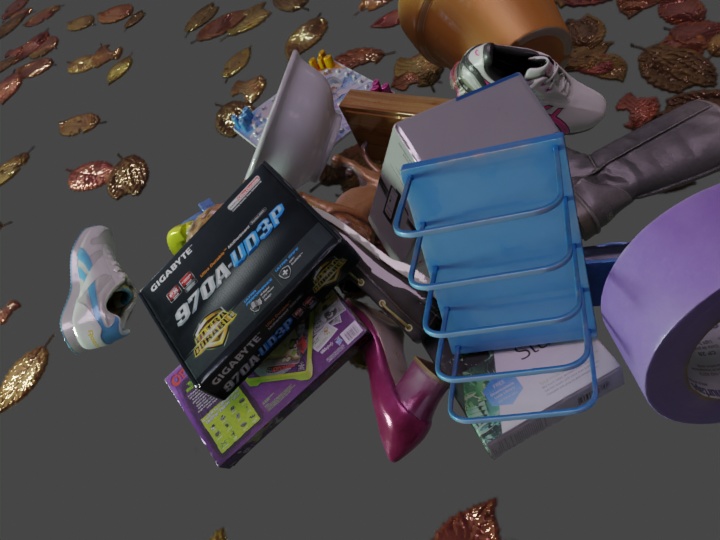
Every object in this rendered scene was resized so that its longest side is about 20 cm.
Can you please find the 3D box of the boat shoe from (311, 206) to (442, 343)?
[{"bbox_3d":[0.000,0.000,0.788,0.201,0.072,0.061,33,86,26],"label":"boat shoe"}]

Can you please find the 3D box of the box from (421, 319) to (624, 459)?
[{"bbox_3d":[0.142,0.070,0.753,0.144,0.036,0.200,-30,43,-2],"label":"box"}]

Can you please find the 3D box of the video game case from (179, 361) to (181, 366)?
[{"bbox_3d":[-0.126,0.063,0.882,0.181,0.046,0.200,-31,45,-1],"label":"video game case"}]

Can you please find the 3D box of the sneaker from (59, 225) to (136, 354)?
[{"bbox_3d":[-0.342,0.019,1.014,0.080,0.077,0.201,-13,52,3],"label":"sneaker"}]

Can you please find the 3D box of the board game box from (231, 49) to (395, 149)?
[{"bbox_3d":[-0.078,-0.249,1.154,0.200,0.026,0.200,-39,45,-11],"label":"board game box"}]

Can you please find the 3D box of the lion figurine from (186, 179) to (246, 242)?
[{"bbox_3d":[-0.130,-0.020,0.874,0.123,0.072,0.200,-49,50,12],"label":"lion figurine"}]

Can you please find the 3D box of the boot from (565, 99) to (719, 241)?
[{"bbox_3d":[0.293,-0.139,0.844,0.199,0.073,0.182,-34,58,3],"label":"boot"}]

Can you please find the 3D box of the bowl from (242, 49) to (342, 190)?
[{"bbox_3d":[-0.082,-0.175,0.984,0.090,0.201,0.202,20,51,-10],"label":"bowl"}]

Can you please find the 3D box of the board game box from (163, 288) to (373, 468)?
[{"bbox_3d":[-0.096,0.090,0.771,0.200,0.032,0.120,-42,66,3],"label":"board game box"}]

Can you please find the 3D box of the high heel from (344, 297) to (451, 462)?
[{"bbox_3d":[0.016,0.104,0.780,0.096,0.067,0.200,-58,41,8],"label":"high heel"}]

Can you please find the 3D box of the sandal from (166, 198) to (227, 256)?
[{"bbox_3d":[-0.157,-0.068,0.996,0.199,0.080,0.087,-5,38,18],"label":"sandal"}]

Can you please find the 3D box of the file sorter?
[{"bbox_3d":[0.117,0.013,0.631,0.138,0.201,0.123,-9,30,18],"label":"file sorter"}]

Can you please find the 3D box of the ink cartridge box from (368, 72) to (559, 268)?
[{"bbox_3d":[0.098,-0.093,0.784,0.145,0.200,0.085,-26,73,-15],"label":"ink cartridge box"}]

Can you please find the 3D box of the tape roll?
[{"bbox_3d":[0.302,0.028,0.597,0.199,0.200,0.085,-22,45,6],"label":"tape roll"}]

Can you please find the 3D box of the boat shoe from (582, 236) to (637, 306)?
[{"bbox_3d":[0.268,-0.008,0.719,0.199,0.085,0.069,5,29,9],"label":"boat shoe"}]

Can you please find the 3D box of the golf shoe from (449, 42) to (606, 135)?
[{"bbox_3d":[0.209,-0.211,0.883,0.199,0.092,0.073,11,78,-16],"label":"golf shoe"}]

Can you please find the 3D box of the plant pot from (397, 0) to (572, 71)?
[{"bbox_3d":[0.177,-0.323,0.996,0.199,0.200,0.184,-28,60,0],"label":"plant pot"}]

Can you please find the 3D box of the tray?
[{"bbox_3d":[0.074,-0.174,0.959,0.199,0.099,0.037,15,62,35],"label":"tray"}]

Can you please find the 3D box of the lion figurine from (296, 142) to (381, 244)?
[{"bbox_3d":[-0.002,-0.077,0.921,0.122,0.073,0.200,26,59,19],"label":"lion figurine"}]

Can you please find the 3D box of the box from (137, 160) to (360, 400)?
[{"bbox_3d":[-0.118,0.006,0.770,0.200,0.046,0.159,-45,51,2],"label":"box"}]
